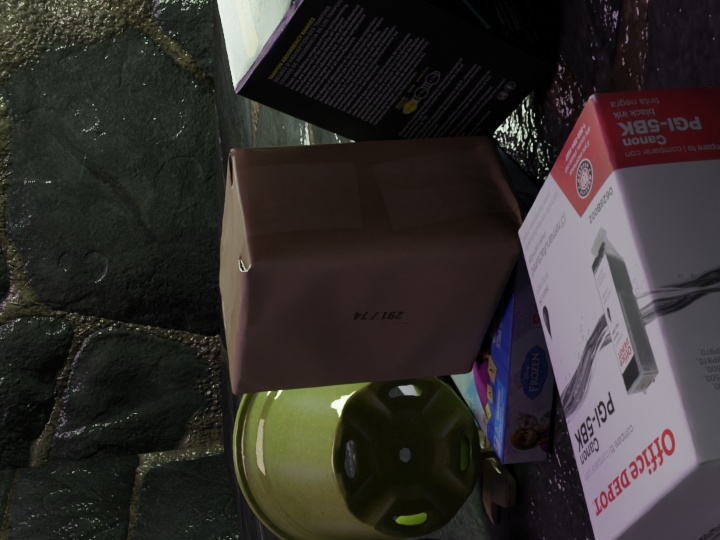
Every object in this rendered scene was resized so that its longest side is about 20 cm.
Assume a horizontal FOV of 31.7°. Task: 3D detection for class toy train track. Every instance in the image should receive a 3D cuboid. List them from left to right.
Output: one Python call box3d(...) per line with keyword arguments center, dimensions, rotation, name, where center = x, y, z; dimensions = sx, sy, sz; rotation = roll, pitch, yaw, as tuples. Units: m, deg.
box3d(center=(0.094, 0.154, 1.145), dimensions=(0.200, 0.032, 0.116), rotation=(-122, 30, -67), name="toy train track")

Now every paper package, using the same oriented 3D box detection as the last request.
box3d(center=(0.000, 0.000, 0.935), dimensions=(0.191, 0.197, 0.104), rotation=(103, 160, -55), name="paper package")

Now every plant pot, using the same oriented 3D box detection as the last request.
box3d(center=(0.008, 0.151, 1.084), dimensions=(0.184, 0.198, 0.203), rotation=(166, 99, -70), name="plant pot")

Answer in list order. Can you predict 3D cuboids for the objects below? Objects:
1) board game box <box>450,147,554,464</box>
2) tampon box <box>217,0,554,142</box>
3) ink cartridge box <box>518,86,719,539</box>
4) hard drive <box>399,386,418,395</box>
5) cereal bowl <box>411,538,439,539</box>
box3d(center=(0.105, 0.015, 1.014), dimensions=(0.200, 0.041, 0.203), rotation=(-119, 27, -63), name="board game box")
box3d(center=(0.011, -0.184, 0.921), dimensions=(0.126, 0.198, 0.151), rotation=(-48, 39, 32), name="tampon box")
box3d(center=(0.159, 0.028, 0.665), dimensions=(0.147, 0.082, 0.202), rotation=(108, 155, -60), name="ink cartridge box")
box3d(center=(0.034, 0.018, 1.223), dimensions=(0.132, 0.026, 0.202), rotation=(48, 149, 45), name="hard drive")
box3d(center=(0.089, 0.308, 1.045), dimensions=(0.201, 0.083, 0.201), rotation=(54, 159, 32), name="cereal bowl")
